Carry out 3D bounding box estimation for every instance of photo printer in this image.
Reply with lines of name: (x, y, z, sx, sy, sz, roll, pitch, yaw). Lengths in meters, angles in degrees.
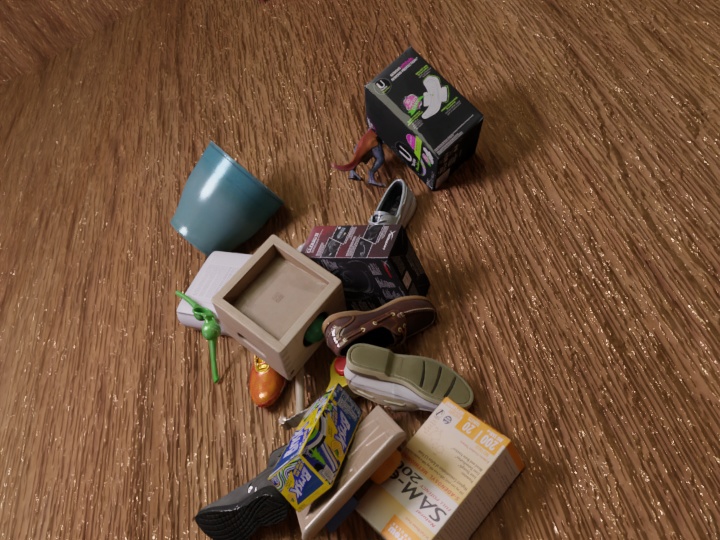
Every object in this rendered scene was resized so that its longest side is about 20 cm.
photo printer: (-0.239, 0.046, 1.429, 0.196, 0.070, 0.169, 5, 55, 34)

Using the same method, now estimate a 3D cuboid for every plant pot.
plant pot: (-0.289, -0.131, 1.550, 0.189, 0.199, 0.200, -52, 43, 0)

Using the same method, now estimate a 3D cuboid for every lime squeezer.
lime squeezer: (-0.287, 0.100, 1.364, 0.037, 0.071, 0.202, -17, 63, -29)

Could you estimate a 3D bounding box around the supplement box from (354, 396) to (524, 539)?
supplement box: (0.105, 0.287, 0.987, 0.200, 0.074, 0.125, -47, 42, -15)

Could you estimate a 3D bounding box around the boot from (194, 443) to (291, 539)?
boot: (-0.152, 0.331, 1.120, 0.198, 0.068, 0.131, -28, 16, 31)

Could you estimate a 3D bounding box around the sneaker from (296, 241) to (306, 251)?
sneaker: (-0.104, -0.003, 1.377, 0.197, 0.078, 0.081, -23, 37, -19)

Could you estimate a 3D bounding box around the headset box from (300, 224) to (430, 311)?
headset box: (0.000, 0.000, 1.265, 0.196, 0.150, 0.078, 2, 50, 33)

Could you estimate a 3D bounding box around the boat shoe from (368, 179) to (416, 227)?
boat shoe: (0.043, -0.084, 1.375, 0.069, 0.072, 0.203, 4, 53, 34)

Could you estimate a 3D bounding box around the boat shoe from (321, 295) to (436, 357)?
boat shoe: (0.039, 0.095, 1.173, 0.196, 0.072, 0.070, -14, 36, -21)

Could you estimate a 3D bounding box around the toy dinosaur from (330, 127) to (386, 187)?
toy dinosaur: (0.040, -0.265, 1.498, 0.103, 0.199, 0.186, 14, 89, 21)

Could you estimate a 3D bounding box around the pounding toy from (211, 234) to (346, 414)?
pounding toy: (-0.121, 0.091, 1.221, 0.198, 0.143, 0.185, 32, 66, 22)

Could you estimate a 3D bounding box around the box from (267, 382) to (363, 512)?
box: (-0.058, 0.245, 1.051, 0.070, 0.064, 0.200, -42, 5, 22)

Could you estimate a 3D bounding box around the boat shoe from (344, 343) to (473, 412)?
boat shoe: (0.070, 0.172, 1.107, 0.196, 0.069, 0.075, 20, 41, 12)

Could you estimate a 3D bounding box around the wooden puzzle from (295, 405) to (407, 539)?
wooden puzzle: (-0.012, 0.280, 1.021, 0.185, 0.046, 0.200, -45, 4, -6)

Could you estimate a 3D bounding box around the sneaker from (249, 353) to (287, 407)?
sneaker: (-0.167, 0.144, 1.289, 0.071, 0.078, 0.203, -15, 46, 15)

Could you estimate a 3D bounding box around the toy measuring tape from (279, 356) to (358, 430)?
toy measuring tape: (-0.045, 0.181, 1.185, 0.197, 0.074, 0.074, -30, 41, 4)

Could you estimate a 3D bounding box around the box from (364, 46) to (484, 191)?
box: (0.115, -0.283, 1.401, 0.124, 0.149, 0.200, -40, 76, -11)
